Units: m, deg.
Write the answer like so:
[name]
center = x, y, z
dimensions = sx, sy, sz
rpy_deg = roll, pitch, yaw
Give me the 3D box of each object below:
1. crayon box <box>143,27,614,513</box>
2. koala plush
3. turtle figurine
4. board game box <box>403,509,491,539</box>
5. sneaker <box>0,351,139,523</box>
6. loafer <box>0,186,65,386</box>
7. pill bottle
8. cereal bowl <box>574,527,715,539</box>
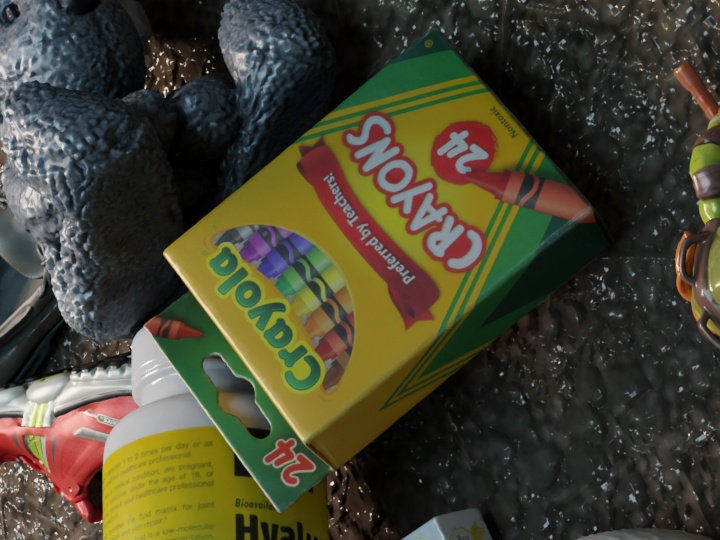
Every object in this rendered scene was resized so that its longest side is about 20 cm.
[crayon box]
center = 0.000, 0.000, 1.168
dimensions = 0.200, 0.051, 0.127
rpy_deg = -40, 63, 1
[koala plush]
center = -0.139, -0.081, 1.282
dimensions = 0.200, 0.177, 0.184
rpy_deg = 43, 145, 28
[turtle figurine]
center = 0.162, -0.008, 1.032
dimensions = 0.161, 0.064, 0.201
rpy_deg = 121, 139, -72
[board game box]
center = 0.045, 0.235, 1.217
dimensions = 0.134, 0.034, 0.201
rpy_deg = -39, 68, 37
[sneaker]
center = -0.163, 0.098, 1.381
dimensions = 0.199, 0.077, 0.085
rpy_deg = -15, 89, 43
[loafer]
center = -0.188, -0.001, 1.401
dimensions = 0.072, 0.063, 0.201
rpy_deg = 48, 123, 28
[pill bottle]
center = -0.070, 0.126, 1.223
dimensions = 0.111, 0.111, 0.201
rpy_deg = -27, 56, 41
[cereal bowl]
center = 0.115, 0.211, 1.091
dimensions = 0.199, 0.083, 0.202
rpy_deg = -3, 83, 26
